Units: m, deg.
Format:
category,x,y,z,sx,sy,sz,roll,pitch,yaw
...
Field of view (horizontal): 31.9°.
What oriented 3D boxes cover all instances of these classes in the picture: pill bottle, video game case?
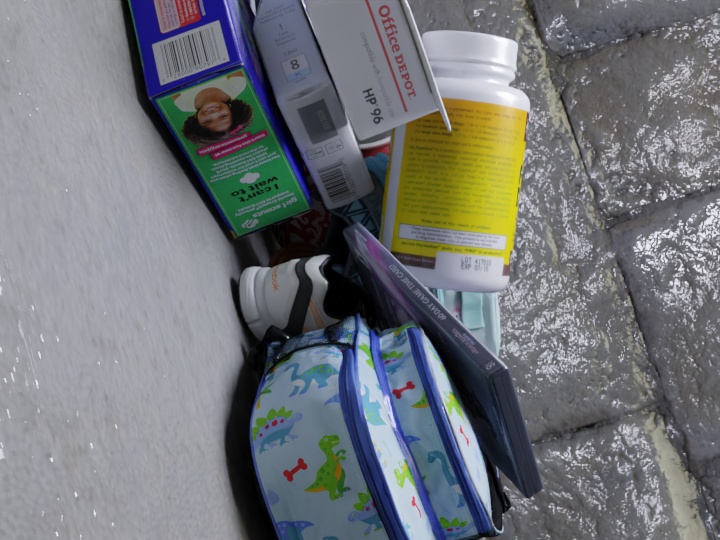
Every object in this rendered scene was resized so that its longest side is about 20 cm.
category,x,y,z,sx,sy,sz,roll,pitch,yaw
pill bottle,0.076,-0.086,1.009,0.109,0.109,0.200,-32,129,-85
video game case,0.060,0.064,0.938,0.200,0.019,0.143,47,-16,45

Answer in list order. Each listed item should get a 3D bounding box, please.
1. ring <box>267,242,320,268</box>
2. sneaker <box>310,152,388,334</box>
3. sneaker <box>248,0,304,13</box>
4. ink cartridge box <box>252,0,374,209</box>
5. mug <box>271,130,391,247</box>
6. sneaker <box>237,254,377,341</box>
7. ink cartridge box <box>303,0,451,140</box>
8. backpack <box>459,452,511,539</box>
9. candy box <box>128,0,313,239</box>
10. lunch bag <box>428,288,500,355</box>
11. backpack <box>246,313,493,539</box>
category,x,y,z,sx,sy,sz,roll,pitch,yaw
ring,-0.023,0.069,1.092,0.200,0.019,0.201,44,35,-44
sneaker,0.000,0.000,1.100,0.079,0.095,0.200,31,-45,61
sneaker,-0.079,-0.188,1.235,0.070,0.108,0.200,-102,171,-57
ink cartridge box,-0.053,-0.171,1.008,0.160,0.047,0.200,63,5,-61
mug,-0.013,-0.116,1.200,0.178,0.133,0.200,-54,166,-34
sneaker,-0.014,0.058,1.008,0.200,0.080,0.074,46,33,-44
ink cartridge box,0.001,-0.180,0.930,0.200,0.068,0.116,-108,175,-55
backpack,0.072,0.191,1.345,0.200,0.150,0.178,78,-4,-51
candy box,-0.109,-0.150,0.966,0.200,0.077,0.169,62,10,-59
lunch bag,0.081,-0.010,1.173,0.160,0.077,0.200,-124,-152,-83
backpack,0.006,0.129,0.851,0.200,0.147,0.183,-74,143,-75
